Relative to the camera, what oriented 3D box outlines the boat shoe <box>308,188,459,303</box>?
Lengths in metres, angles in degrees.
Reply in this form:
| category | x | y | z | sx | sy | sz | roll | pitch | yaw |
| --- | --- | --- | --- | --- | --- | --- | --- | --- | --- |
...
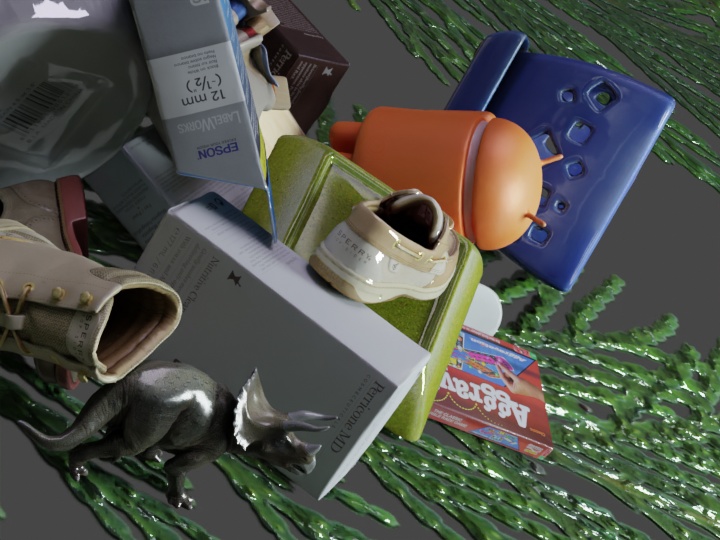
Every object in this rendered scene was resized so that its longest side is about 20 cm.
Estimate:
| category | x | y | z | sx | sy | sz | roll | pitch | yaw |
| --- | --- | --- | --- | --- | --- | --- | --- | --- | --- |
| boat shoe | 0.035 | -0.023 | 1.587 | 0.074 | 0.069 | 0.200 | 40 | 19 | 12 |

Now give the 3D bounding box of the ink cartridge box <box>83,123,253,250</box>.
| category | x | y | z | sx | sy | sz | roll | pitch | yaw |
| --- | --- | --- | --- | --- | --- | --- | --- | --- | --- |
| ink cartridge box | -0.113 | -0.029 | 1.725 | 0.200 | 0.057 | 0.163 | 55 | 22 | -4 |

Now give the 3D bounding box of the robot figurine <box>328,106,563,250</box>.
| category | x | y | z | sx | sy | sz | roll | pitch | yaw |
| --- | --- | --- | --- | --- | --- | --- | --- | --- | --- |
| robot figurine | 0.066 | -0.076 | 1.852 | 0.200 | 0.117 | 0.144 | 6 | 9 | 15 |

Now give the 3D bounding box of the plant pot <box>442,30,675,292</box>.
| category | x | y | z | sx | sy | sz | roll | pitch | yaw |
| --- | --- | --- | --- | --- | --- | --- | --- | --- | --- |
| plant pot | 0.160 | -0.109 | 1.993 | 0.180 | 0.200 | 0.200 | 30 | 5 | 5 |

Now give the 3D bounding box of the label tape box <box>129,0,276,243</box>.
| category | x | y | z | sx | sy | sz | roll | pitch | yaw |
| --- | --- | --- | --- | --- | --- | --- | --- | --- | --- |
| label tape box | -0.110 | -0.125 | 1.548 | 0.066 | 0.200 | 0.143 | -12 | 18 | 0 |

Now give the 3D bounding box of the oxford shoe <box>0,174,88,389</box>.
| category | x | y | z | sx | sy | sz | roll | pitch | yaw |
| --- | --- | --- | --- | --- | --- | --- | --- | --- | --- |
| oxford shoe | -0.220 | 0.010 | 1.477 | 0.075 | 0.070 | 0.200 | -2 | 36 | -7 |

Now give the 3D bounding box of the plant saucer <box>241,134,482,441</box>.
| category | x | y | z | sx | sy | sz | roll | pitch | yaw |
| --- | --- | --- | --- | --- | --- | --- | --- | --- | --- |
| plant saucer | 0.000 | 0.000 | 1.672 | 0.200 | 0.048 | 0.200 | 33 | 47 | -10 |

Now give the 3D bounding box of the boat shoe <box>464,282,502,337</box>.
| category | x | y | z | sx | sy | sz | roll | pitch | yaw |
| --- | --- | --- | --- | --- | --- | --- | --- | --- | --- |
| boat shoe | 0.020 | 0.009 | 1.784 | 0.200 | 0.071 | 0.064 | 25 | 1 | -28 |

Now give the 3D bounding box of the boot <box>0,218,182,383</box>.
| category | x | y | z | sx | sy | sz | roll | pitch | yaw |
| --- | --- | --- | --- | --- | --- | --- | --- | --- | --- |
| boot | -0.222 | 0.026 | 1.320 | 0.155 | 0.073 | 0.200 | 19 | 21 | 34 |

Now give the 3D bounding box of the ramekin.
| category | x | y | z | sx | sy | sz | roll | pitch | yaw |
| --- | --- | --- | --- | --- | --- | --- | --- | --- | --- |
| ramekin | -0.245 | -0.143 | 1.560 | 0.200 | 0.200 | 0.098 | 12 | 40 | -43 |

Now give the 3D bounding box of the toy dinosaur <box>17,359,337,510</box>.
| category | x | y | z | sx | sy | sz | roll | pitch | yaw |
| --- | --- | --- | --- | --- | --- | --- | --- | --- | --- |
| toy dinosaur | -0.125 | 0.090 | 1.371 | 0.200 | 0.102 | 0.077 | 20 | 26 | -33 |

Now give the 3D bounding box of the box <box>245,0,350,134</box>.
| category | x | y | z | sx | sy | sz | roll | pitch | yaw |
| --- | --- | --- | --- | --- | --- | --- | --- | --- | --- |
| box | -0.108 | -0.210 | 1.996 | 0.075 | 0.100 | 0.200 | 5 | 35 | -49 |

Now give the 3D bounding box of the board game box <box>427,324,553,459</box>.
| category | x | y | z | sx | sy | sz | roll | pitch | yaw |
| --- | --- | --- | --- | --- | --- | --- | --- | --- | --- |
| board game box | 0.063 | 0.077 | 1.732 | 0.200 | 0.019 | 0.103 | 22 | 41 | -27 |

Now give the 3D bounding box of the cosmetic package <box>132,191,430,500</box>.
| category | x | y | z | sx | sy | sz | roll | pitch | yaw |
| --- | --- | --- | --- | --- | --- | --- | --- | --- | --- |
| cosmetic package | -0.066 | 0.051 | 1.521 | 0.200 | 0.113 | 0.081 | 36 | 22 | 9 |

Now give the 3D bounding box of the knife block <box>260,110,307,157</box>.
| category | x | y | z | sx | sy | sz | roll | pitch | yaw |
| --- | --- | --- | --- | --- | --- | --- | --- | --- | --- |
| knife block | -0.125 | -0.166 | 1.802 | 0.200 | 0.064 | 0.176 | 40 | -19 | 12 |

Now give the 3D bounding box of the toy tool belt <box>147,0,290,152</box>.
| category | x | y | z | sx | sy | sz | roll | pitch | yaw |
| --- | --- | --- | --- | --- | --- | --- | --- | --- | --- |
| toy tool belt | -0.128 | -0.188 | 1.685 | 0.123 | 0.125 | 0.200 | -45 | 114 | -44 |
